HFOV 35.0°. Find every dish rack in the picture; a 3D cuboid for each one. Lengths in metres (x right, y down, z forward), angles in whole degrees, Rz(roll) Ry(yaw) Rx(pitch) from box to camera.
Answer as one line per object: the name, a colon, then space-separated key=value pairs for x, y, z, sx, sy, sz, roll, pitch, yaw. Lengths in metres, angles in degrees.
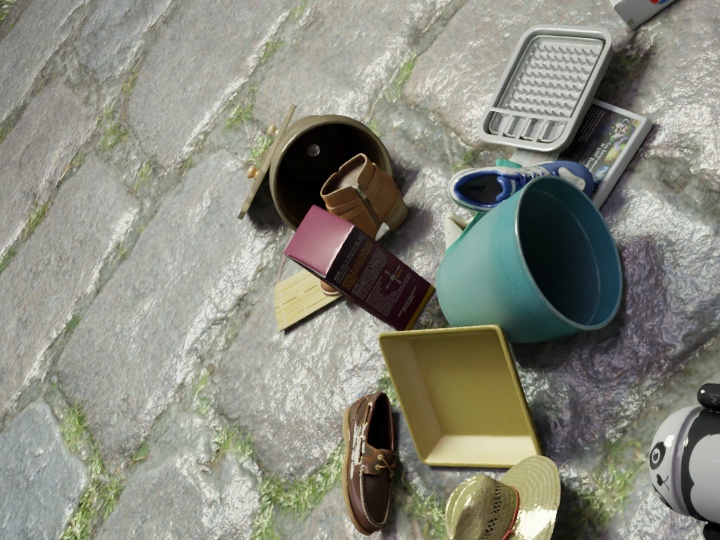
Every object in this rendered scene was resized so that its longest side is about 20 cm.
dish rack: x=0.272 y=-0.257 z=1.645 sx=0.170 sy=0.043 sz=0.203 roll=16 pitch=77 yaw=48

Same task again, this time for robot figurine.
robot figurine: x=0.403 y=0.211 z=1.206 sx=0.198 sy=0.124 sz=0.152 roll=4 pitch=65 yaw=43

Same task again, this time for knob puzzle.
knob puzzle: x=-0.180 y=-0.174 z=1.984 sx=0.222 sy=0.030 sz=0.220 roll=-63 pitch=8 yaw=15

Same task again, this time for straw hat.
straw hat: x=0.148 y=0.297 z=1.371 sx=0.202 sy=0.084 sz=0.202 roll=-50 pitch=20 yaw=26

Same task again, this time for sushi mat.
sushi mat: x=-0.062 y=0.020 z=1.838 sx=0.198 sy=0.012 sz=0.097 roll=-30 pitch=48 yaw=26

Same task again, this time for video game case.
video game case: x=0.290 y=-0.151 z=1.610 sx=0.181 sy=0.023 sz=0.202 roll=33 pitch=89 yaw=49

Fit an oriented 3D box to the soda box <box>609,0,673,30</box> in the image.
soda box: x=0.442 y=-0.434 z=1.612 sx=0.199 sy=0.063 sz=0.069 roll=-35 pitch=46 yaw=23

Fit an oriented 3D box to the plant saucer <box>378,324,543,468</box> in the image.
plant saucer: x=0.137 y=0.156 z=1.477 sx=0.198 sy=0.203 sz=0.048 roll=-6 pitch=20 yaw=40

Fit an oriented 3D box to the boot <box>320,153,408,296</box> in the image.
boot: x=-0.022 y=-0.071 z=1.733 sx=0.073 sy=0.155 sz=0.201 roll=31 pitch=80 yaw=37

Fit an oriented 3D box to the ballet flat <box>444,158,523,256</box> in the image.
ballet flat: x=0.161 y=-0.077 z=1.624 sx=0.201 sy=0.070 sz=0.067 roll=-55 pitch=1 yaw=20

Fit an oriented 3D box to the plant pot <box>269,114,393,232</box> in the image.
plant pot: x=-0.060 y=-0.169 z=1.845 sx=0.200 sy=0.199 sz=0.174 roll=-48 pitch=25 yaw=8

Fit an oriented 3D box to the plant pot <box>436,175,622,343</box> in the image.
plant pot: x=0.205 y=0.008 z=1.479 sx=0.187 sy=0.198 sz=0.203 roll=-28 pitch=47 yaw=44

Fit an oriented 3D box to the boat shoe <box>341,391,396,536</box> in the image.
boat shoe: x=0.016 y=0.261 z=1.576 sx=0.070 sy=0.070 sz=0.203 roll=-30 pitch=48 yaw=31

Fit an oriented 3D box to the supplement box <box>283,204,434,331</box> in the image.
supplement box: x=0.000 y=0.000 z=1.654 sx=0.110 sy=0.199 sz=0.086 roll=28 pitch=84 yaw=48

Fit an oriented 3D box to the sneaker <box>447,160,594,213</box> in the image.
sneaker: x=0.214 y=-0.105 z=1.525 sx=0.196 sy=0.088 sz=0.077 roll=-5 pitch=94 yaw=10
